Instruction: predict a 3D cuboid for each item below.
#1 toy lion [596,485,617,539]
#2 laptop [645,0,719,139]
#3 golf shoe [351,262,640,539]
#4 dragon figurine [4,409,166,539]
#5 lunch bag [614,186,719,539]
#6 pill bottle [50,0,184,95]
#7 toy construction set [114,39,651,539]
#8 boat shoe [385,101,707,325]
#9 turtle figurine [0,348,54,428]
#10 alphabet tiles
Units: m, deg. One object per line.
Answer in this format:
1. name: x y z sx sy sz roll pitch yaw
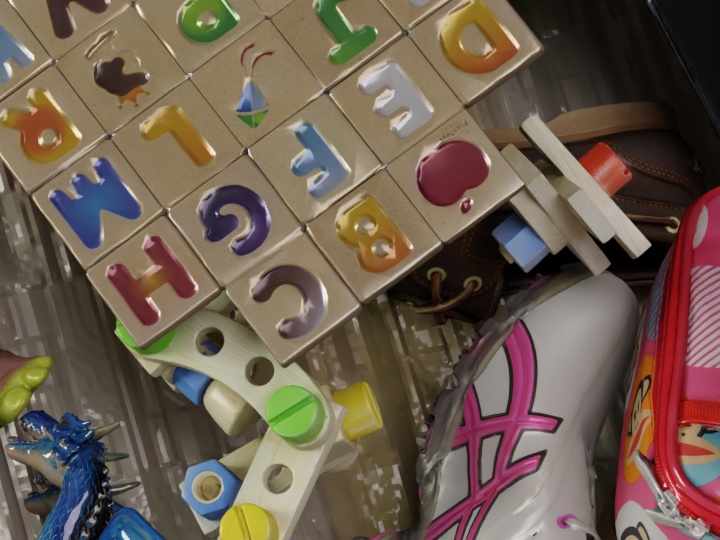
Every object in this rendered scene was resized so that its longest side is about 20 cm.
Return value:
1. toy lion: 0.181 0.127 0.966 0.200 0.069 0.192 -4 45 -19
2. laptop: 0.124 -0.121 1.078 0.200 0.116 0.187 20 44 21
3. golf shoe: 0.058 0.091 0.971 0.092 0.073 0.200 22 71 28
4. dragon figurine: -0.071 0.118 0.900 0.200 0.059 0.099 29 75 42
5. lunch bag: 0.188 0.069 0.935 0.200 0.082 0.176 14 52 -3
6. pill bottle: -0.099 -0.136 0.996 0.113 0.113 0.200 -16 77 -20
7. toy construction set: 0.000 0.000 0.929 0.200 0.092 0.131 -37 69 -13
8. boat shoe: 0.042 -0.016 1.018 0.200 0.070 0.070 -10 71 -18
9. turtle figurine: -0.197 0.015 0.942 0.161 0.064 0.200 44 45 -7
10. alphabet tiles: -0.044 -0.074 0.910 0.166 0.006 0.200 -36 74 -5
